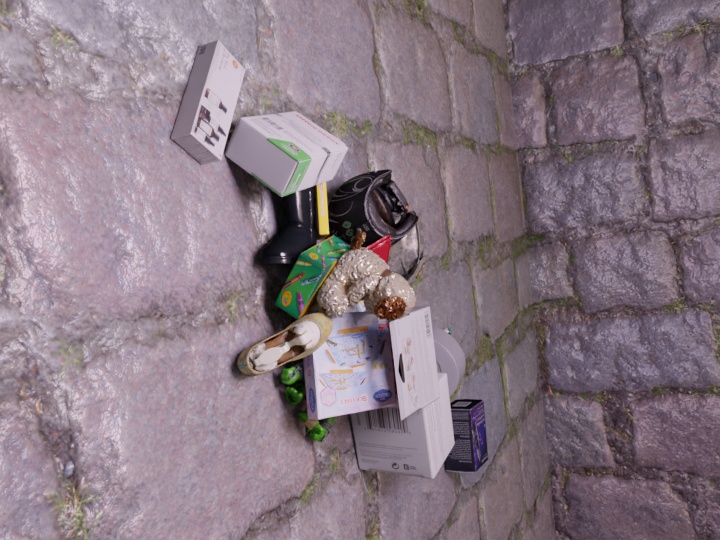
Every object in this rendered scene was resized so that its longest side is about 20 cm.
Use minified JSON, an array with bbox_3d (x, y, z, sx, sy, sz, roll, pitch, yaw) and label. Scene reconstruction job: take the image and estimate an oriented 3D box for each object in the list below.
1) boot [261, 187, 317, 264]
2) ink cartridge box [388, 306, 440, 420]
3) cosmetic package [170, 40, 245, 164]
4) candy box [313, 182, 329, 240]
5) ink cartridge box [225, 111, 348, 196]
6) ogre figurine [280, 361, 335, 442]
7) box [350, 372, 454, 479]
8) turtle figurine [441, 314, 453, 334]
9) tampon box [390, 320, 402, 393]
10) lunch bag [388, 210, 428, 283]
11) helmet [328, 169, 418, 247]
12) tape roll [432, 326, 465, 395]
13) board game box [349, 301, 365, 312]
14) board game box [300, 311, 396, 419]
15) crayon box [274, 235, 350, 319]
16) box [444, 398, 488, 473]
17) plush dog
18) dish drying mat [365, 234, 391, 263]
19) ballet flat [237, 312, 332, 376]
[{"bbox_3d":[-0.144,-0.103,1.287,0.200,0.076,0.170,-27,113,-68],"label":"boot"},{"bbox_3d":[0.099,0.187,1.326,0.173,0.043,0.202,-12,96,-55],"label":"ink cartridge box"},{"bbox_3d":[-0.261,-0.294,1.126,0.083,0.050,0.202,43,49,-53],"label":"cosmetic package"},{"bbox_3d":[-0.091,-0.171,1.400,0.102,0.026,0.202,160,-73,-80],"label":"candy box"},{"bbox_3d":[-0.136,-0.229,1.240,0.084,0.146,0.200,-60,166,28],"label":"ink cartridge box"},{"bbox_3d":[-0.090,0.247,1.329,0.120,0.098,0.201,-47,112,-33],"label":"ogre figurine"},{"bbox_3d":[0.102,0.362,1.552,0.171,0.197,0.202,-32,117,-59],"label":"box"},{"bbox_3d":[0.190,0.218,1.862,0.150,0.100,0.201,116,-4,-52],"label":"turtle figurine"},{"bbox_3d":[0.043,0.188,1.460,0.126,0.199,0.151,-9,94,-56],"label":"tampon box"},{"bbox_3d":[0.119,-0.051,1.708,0.164,0.116,0.202,-9,93,-79],"label":"lunch bag"},{"bbox_3d":[0.018,-0.130,1.488,0.199,0.190,0.202,5,81,-34],"label":"helmet"},{"bbox_3d":[0.174,0.249,1.708,0.066,0.199,0.202,-38,119,-56],"label":"tape roll"},{"bbox_3d":[0.000,0.000,1.585,0.135,0.034,0.200,68,30,-26],"label":"board game box"},{"bbox_3d":[-0.022,0.185,1.301,0.199,0.041,0.202,0,82,-37],"label":"board game box"},{"bbox_3d":[-0.089,0.009,1.304,0.119,0.058,0.200,-60,173,20],"label":"crayon box"},{"bbox_3d":[0.336,0.529,2.075,0.148,0.103,0.202,-6,90,-63],"label":"box"},{"bbox_3d":[0.032,0.029,1.277,0.161,0.171,0.200,-61,171,17],"label":"plush dog"},{"bbox_3d":[0.032,-0.009,1.454,0.018,0.076,0.200,53,-18,21],"label":"dish drying mat"},{"bbox_3d":[-0.130,0.136,1.184,0.199,0.071,0.071,-25,113,-21],"label":"ballet flat"}]
